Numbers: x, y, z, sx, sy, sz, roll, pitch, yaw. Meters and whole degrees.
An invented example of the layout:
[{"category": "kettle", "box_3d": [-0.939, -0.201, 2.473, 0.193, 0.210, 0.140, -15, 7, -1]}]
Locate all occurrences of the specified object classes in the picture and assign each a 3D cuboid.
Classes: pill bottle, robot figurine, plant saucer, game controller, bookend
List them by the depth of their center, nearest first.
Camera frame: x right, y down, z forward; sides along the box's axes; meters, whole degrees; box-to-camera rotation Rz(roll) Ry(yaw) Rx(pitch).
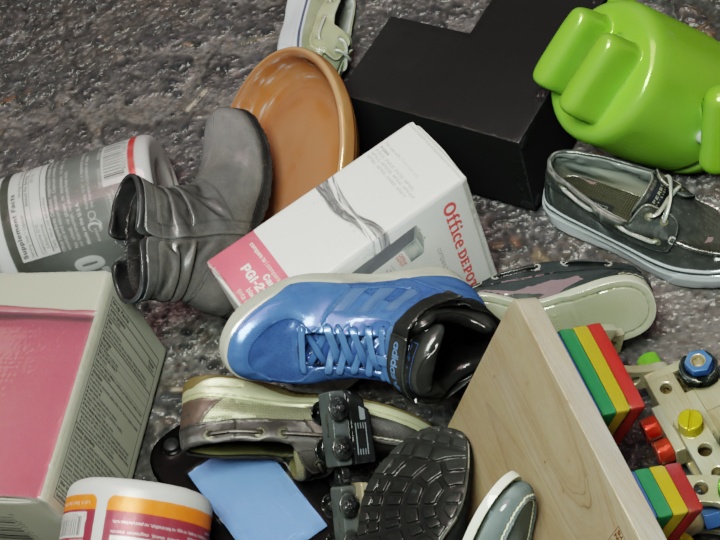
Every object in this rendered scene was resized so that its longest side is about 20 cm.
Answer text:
[{"category": "pill bottle", "box_3d": [-0.170, 0.256, 0.949, 0.109, 0.110, 0.202, 0, 71, 17]}, {"category": "game controller", "box_3d": [-0.079, 0.181, 1.029, 0.104, 0.042, 0.200, -37, 55, -10]}, {"category": "robot figurine", "box_3d": [0.235, -0.145, 1.074, 0.116, 0.199, 0.176, -59, 39, 22]}, {"category": "plant saucer", "box_3d": [-0.061, -0.090, 1.150, 0.199, 0.037, 0.202, -12, 74, 52]}, {"category": "bookend", "box_3d": [0.104, -0.179, 1.186, 0.199, 0.092, 0.200, 18, 62, 28]}, {"category": "pill bottle", "box_3d": [-0.263, -0.040, 1.189, 0.198, 0.114, 0.115, -16, 54, 6]}]

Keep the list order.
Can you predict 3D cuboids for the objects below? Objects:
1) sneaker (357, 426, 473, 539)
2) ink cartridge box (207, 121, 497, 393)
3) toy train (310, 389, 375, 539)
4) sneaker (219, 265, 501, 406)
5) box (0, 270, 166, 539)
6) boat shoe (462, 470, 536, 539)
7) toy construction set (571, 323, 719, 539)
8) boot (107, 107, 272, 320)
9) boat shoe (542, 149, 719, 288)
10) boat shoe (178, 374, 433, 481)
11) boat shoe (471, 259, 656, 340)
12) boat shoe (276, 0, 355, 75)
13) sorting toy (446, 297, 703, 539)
[{"category": "sneaker", "box_3d": [0.040, 0.212, 0.933, 0.075, 0.088, 0.202, 4, 65, 30]}, {"category": "ink cartridge box", "box_3d": [0.000, 0.000, 1.062, 0.199, 0.146, 0.085, -36, 53, -8]}, {"category": "toy train", "box_3d": [-0.002, 0.186, 0.961, 0.034, 0.045, 0.202, -16, 78, 52]}, {"category": "sneaker", "box_3d": [0.006, 0.051, 0.947, 0.198, 0.077, 0.111, -8, 23, -20]}, {"category": "box", "box_3d": [-0.247, 0.117, 1.069, 0.108, 0.128, 0.201, -1, 56, 17]}, {"category": "boat shoe", "box_3d": [0.095, 0.227, 0.870, 0.061, 0.202, 0.073, 22, 23, 31]}, {"category": "toy construction set", "box_3d": [0.214, 0.124, 0.956, 0.130, 0.092, 0.201, -23, 64, 1]}, {"category": "boot", "box_3d": [-0.142, -0.061, 1.103, 0.070, 0.131, 0.202, -26, 59, 40]}, {"category": "boat shoe", "box_3d": [0.232, -0.043, 1.068, 0.199, 0.071, 0.072, 17, 63, 26]}, {"category": "boat shoe", "box_3d": [-0.041, 0.130, 1.016, 0.198, 0.073, 0.065, 9, 65, -1]}, {"category": "boat shoe", "box_3d": [0.133, 0.029, 1.056, 0.198, 0.075, 0.066, -16, 24, 16]}, {"category": "boat shoe", "box_3d": [-0.039, -0.212, 1.265, 0.061, 0.072, 0.201, -9, 52, 14]}, {"category": "sorting toy", "box_3d": [0.139, 0.154, 0.900, 0.069, 0.200, 0.201, -6, 51, -24]}]
